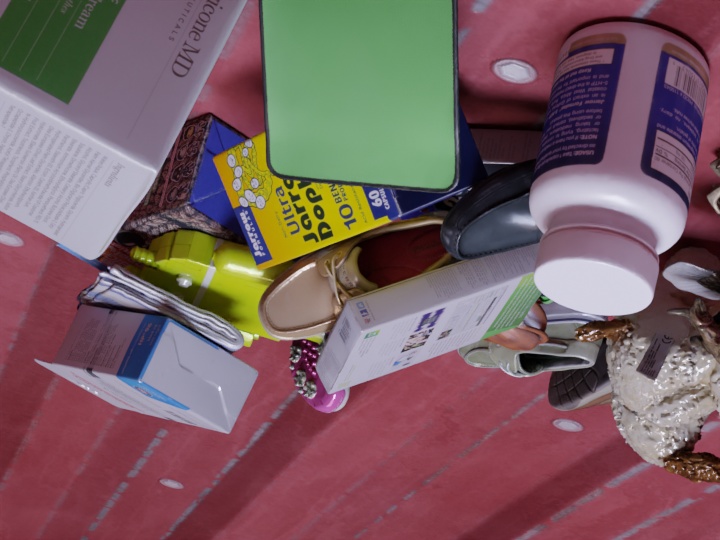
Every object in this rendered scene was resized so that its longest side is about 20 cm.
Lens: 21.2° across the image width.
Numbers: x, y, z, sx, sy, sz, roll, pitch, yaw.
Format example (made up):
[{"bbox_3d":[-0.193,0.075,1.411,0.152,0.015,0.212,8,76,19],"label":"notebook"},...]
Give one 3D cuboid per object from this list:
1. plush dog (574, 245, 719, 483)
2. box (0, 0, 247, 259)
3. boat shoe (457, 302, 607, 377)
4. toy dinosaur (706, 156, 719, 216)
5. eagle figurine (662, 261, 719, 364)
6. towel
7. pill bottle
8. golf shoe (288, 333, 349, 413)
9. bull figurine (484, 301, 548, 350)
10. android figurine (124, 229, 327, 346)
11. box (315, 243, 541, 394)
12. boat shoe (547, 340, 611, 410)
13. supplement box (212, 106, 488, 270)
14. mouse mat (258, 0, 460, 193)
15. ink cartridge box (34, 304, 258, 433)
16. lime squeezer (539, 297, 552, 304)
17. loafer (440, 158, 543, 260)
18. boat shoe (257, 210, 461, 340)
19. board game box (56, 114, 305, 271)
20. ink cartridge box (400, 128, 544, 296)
[{"bbox_3d":[0.270,0.101,1.719,0.160,0.200,0.172,-10,132,-8],"label":"plush dog"},{"bbox_3d":[-0.214,-0.154,1.481,0.171,0.199,0.200,29,153,-11],"label":"box"},{"bbox_3d":[0.165,0.075,1.948,0.072,0.062,0.200,29,152,-29],"label":"boat shoe"},{"bbox_3d":[0.330,-0.086,1.554,0.101,0.058,0.200,-25,145,33],"label":"toy dinosaur"},{"bbox_3d":[0.361,0.008,1.570,0.151,0.200,0.152,47,180,-8],"label":"eagle figurine"},{"bbox_3d":[-0.192,0.045,1.807,0.147,0.024,0.200,28,165,-10],"label":"towel"},{"bbox_3d":[0.192,-0.075,1.454,0.120,0.200,0.120,12,155,6],"label":"pill bottle"},{"bbox_3d":[-0.025,0.062,1.892,0.091,0.200,0.075,20,128,-30],"label":"golf shoe"},{"bbox_3d":[0.087,0.023,1.862,0.200,0.065,0.121,13,154,22],"label":"bull figurine"},{"bbox_3d":[-0.118,0.017,1.771,0.200,0.041,0.182,17,155,-10],"label":"android figurine"},{"bbox_3d":[0.067,0.038,1.673,0.200,0.036,0.144,-17,160,-21],"label":"box"},{"bbox_3d":[0.264,0.108,1.956,0.072,0.076,0.200,23,156,-24],"label":"boat shoe"},{"bbox_3d":[-0.011,-0.085,1.597,0.109,0.109,0.200,-23,-178,-40],"label":"supplement box"},{"bbox_3d":[-0.002,-0.158,1.459,0.161,0.008,0.200,6,114,19],"label":"mouse mat"},{"bbox_3d":[-0.204,0.088,1.796,0.116,0.068,0.200,35,163,-35],"label":"ink cartridge box"},{"bbox_3d":[0.170,0.005,1.829,0.071,0.038,0.200,10,156,8],"label":"lime squeezer"},{"bbox_3d":[0.161,-0.056,1.551,0.200,0.070,0.068,-23,138,-10],"label":"loafer"},{"bbox_3d":[0.000,0.000,1.655,0.200,0.074,0.069,-27,175,4],"label":"boat shoe"},{"bbox_3d":[-0.157,-0.048,1.817,0.159,0.097,0.200,32,149,-34],"label":"board game box"},{"bbox_3d":[0.116,-0.050,1.704,0.200,0.043,0.198,5,145,20],"label":"ink cartridge box"}]
